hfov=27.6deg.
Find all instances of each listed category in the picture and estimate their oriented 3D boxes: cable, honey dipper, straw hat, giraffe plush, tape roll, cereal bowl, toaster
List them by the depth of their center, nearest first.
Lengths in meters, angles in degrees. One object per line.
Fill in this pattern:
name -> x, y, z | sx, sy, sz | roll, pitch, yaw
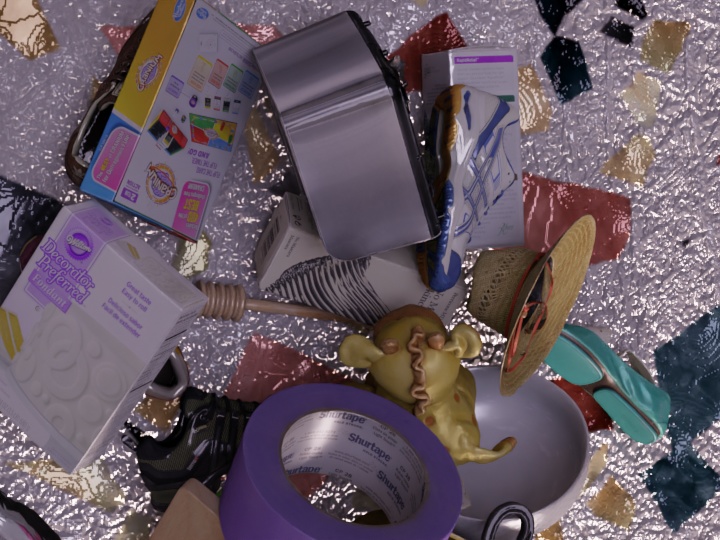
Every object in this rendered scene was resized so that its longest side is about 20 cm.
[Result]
tape roll -> -0.017, 0.198, 1.275 | 0.199, 0.201, 0.085 | 8, 129, -20
toaster -> -0.013, -0.131, 1.358 | 0.118, 0.181, 0.201 | -20, 125, -3
cable -> 0.109, 0.314, 1.367 | 0.096, 0.050, 0.201 | 8, 79, -3
giraffe plush -> 0.048, 0.107, 1.390 | 0.172, 0.200, 0.163 | -25, 127, -17
straw hat -> 0.149, 0.019, 1.440 | 0.085, 0.201, 0.202 | 24, 84, 21
honey dipper -> -0.070, 0.039, 1.463 | 0.199, 0.038, 0.038 | 8, 91, -25
cereal bowl -> 0.132, 0.195, 1.479 | 0.199, 0.200, 0.084 | -25, 138, -16

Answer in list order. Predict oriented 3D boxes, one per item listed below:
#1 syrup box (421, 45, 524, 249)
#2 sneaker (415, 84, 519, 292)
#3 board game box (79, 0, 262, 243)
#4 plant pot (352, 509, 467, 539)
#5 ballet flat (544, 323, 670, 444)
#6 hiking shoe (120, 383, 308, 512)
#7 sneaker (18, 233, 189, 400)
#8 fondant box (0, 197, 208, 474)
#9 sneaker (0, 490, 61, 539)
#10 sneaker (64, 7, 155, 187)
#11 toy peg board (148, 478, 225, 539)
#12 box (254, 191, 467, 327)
syrup box -> 0.114, -0.125, 1.491 | 0.081, 0.079, 0.202 | -4, 95, -19
sneaker -> 0.109, -0.075, 1.409 | 0.088, 0.075, 0.201 | 10, 88, -22
board game box -> -0.166, -0.141, 1.360 | 0.153, 0.040, 0.201 | 30, 81, -62
plant pot -> 0.049, 0.347, 1.450 | 0.199, 0.176, 0.201 | 29, 85, -20
ballet flat -> 0.261, 0.103, 1.578 | 0.200, 0.067, 0.071 | 42, 56, -18
hiking shoe -> -0.128, 0.152, 1.424 | 0.199, 0.076, 0.101 | -30, 106, -15
sneaker -> -0.233, 0.041, 1.370 | 0.200, 0.090, 0.075 | 44, 79, -18
fondant box -> -0.249, 0.059, 1.310 | 0.144, 0.058, 0.200 | 40, 109, 10
sneaker -> -0.347, 0.252, 1.362 | 0.086, 0.080, 0.200 | -42, 99, 0
sneaker -> -0.209, -0.163, 1.367 | 0.070, 0.076, 0.201 | 28, 85, -7
toy peg board -> -0.100, 0.294, 1.365 | 0.199, 0.200, 0.098 | 38, 39, 7
box -> 0.000, 0.000, 1.451 | 0.199, 0.069, 0.082 | 18, 120, -19
